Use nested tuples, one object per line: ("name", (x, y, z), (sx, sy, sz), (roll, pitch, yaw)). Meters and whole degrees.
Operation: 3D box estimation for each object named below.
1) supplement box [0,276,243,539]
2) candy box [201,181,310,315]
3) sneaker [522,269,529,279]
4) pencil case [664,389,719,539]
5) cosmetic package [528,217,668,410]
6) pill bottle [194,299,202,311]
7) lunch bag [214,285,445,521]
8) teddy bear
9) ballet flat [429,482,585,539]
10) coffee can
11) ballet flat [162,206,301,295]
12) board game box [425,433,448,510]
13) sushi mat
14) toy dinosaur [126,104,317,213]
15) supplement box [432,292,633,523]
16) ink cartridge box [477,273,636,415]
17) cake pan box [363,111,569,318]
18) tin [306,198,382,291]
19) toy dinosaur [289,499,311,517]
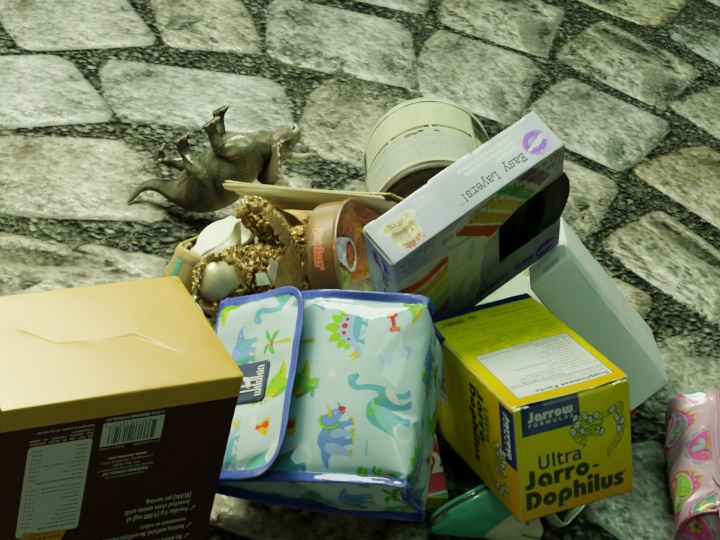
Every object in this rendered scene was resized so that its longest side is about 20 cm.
("supplement box", (-0.220, 0.133, 1.369), (0.196, 0.201, 0.133), (-7, 38, -31))
("candy box", (-0.085, -0.011, 1.776), (0.115, 0.056, 0.200), (24, 34, 13))
("sneaker", (0.144, 0.036, 1.781), (0.076, 0.081, 0.200), (27, 36, 15))
("pencil case", (0.326, 0.194, 1.619), (0.087, 0.088, 0.201), (15, 32, -1))
("cosmetic package", (0.225, 0.038, 1.683), (0.151, 0.052, 0.200), (48, 11, -6))
("pill bottle", (-0.232, 0.079, 1.526), (0.199, 0.114, 0.113), (-19, 46, -41))
("lunch bag", (-0.038, 0.109, 1.466), (0.198, 0.128, 0.172), (3, 66, 13))
("teddy bear", (-0.094, 0.011, 1.605), (0.066, 0.146, 0.200), (-13, 29, 34))
("ballet flat", (0.152, 0.202, 1.548), (0.199, 0.067, 0.071), (-26, 74, -33))
("coffee can", (0.076, -0.081, 1.839), (0.145, 0.148, 0.200), (11, 25, -7))
("ballet flat", (-0.113, -0.029, 1.681), (0.068, 0.063, 0.200), (28, 36, 19))
("board game box", (0.016, 0.125, 1.573), (0.095, 0.030, 0.201), (4, 45, -16))
("sushi mat", (-0.032, -0.068, 1.710), (0.198, 0.012, 0.095), (6, -9, 34))
("toy dinosaur", (-0.152, -0.103, 1.819), (0.199, 0.103, 0.077), (-32, 15, 4))
("supplement box", (0.142, 0.114, 1.515), (0.108, 0.111, 0.200), (-13, 24, -16))
("ink cartridge box", (0.141, 0.098, 1.658), (0.160, 0.050, 0.200), (-32, 57, -25))
("cake pan box", (0.097, -0.032, 1.559), (0.199, 0.185, 0.052), (-35, 67, -14))
("tin", (0.000, 0.000, 1.655), (0.041, 0.113, 0.200), (-10, -15, 20))
("toy dinosaur", (-0.073, 0.146, 1.564), (0.100, 0.058, 0.201), (24, 39, -15))
